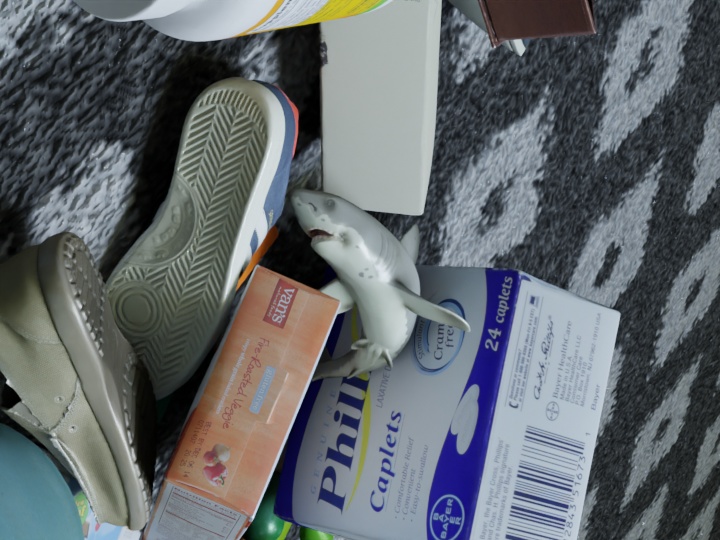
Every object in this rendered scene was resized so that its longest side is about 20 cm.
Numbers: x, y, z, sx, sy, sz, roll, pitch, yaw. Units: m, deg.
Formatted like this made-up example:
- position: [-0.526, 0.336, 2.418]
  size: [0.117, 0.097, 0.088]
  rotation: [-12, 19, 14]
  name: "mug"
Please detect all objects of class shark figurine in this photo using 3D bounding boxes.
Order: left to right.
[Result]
- position: [0.010, 0.014, 1.116]
  size: [0.215, 0.127, 0.090]
  rotation: [105, 6, -57]
  name: "shark figurine"

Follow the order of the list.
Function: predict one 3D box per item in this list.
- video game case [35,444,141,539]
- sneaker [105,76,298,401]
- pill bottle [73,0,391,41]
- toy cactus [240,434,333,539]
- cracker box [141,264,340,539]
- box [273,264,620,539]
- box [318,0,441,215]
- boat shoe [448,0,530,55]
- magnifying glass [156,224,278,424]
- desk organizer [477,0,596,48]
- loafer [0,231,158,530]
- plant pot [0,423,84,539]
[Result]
- position: [-0.195, 0.194, 0.985]
  size: [0.184, 0.022, 0.200]
  rotation: [-71, 157, -11]
  name: "video game case"
- position: [-0.086, -0.016, 1.009]
  size: [0.201, 0.075, 0.084]
  rotation: [-62, 170, 16]
  name: "sneaker"
- position: [-0.057, -0.171, 0.849]
  size: [0.199, 0.111, 0.112]
  rotation: [-21, 134, -55]
  name: "pill bottle"
- position: [-0.040, 0.156, 1.271]
  size: [0.199, 0.102, 0.166]
  rotation: [-36, 137, -26]
  name: "toy cactus"
- position: [-0.075, 0.094, 1.042]
  size: [0.200, 0.057, 0.135]
  rotation: [122, -8, -68]
  name: "cracker box"
- position: [0.054, 0.098, 1.169]
  size: [0.104, 0.199, 0.186]
  rotation: [20, 78, -38]
  name: "box"
- position: [0.012, -0.133, 1.046]
  size: [0.083, 0.068, 0.201]
  rotation: [-80, 174, -45]
  name: "box"
- position: [0.073, -0.206, 1.117]
  size: [0.062, 0.075, 0.200]
  rotation: [-53, 143, -5]
  name: "boat shoe"
- position: [-0.117, 0.046, 1.075]
  size: [0.200, 0.022, 0.080]
  rotation: [-52, 154, -17]
  name: "magnifying glass"
- position: [0.095, -0.237, 1.016]
  size: [0.072, 0.077, 0.202]
  rotation: [-39, 119, -39]
  name: "desk organizer"
- position: [-0.156, 0.063, 0.941]
  size: [0.076, 0.068, 0.201]
  rotation: [-89, 170, -50]
  name: "loafer"
- position: [-0.221, 0.144, 0.787]
  size: [0.202, 0.199, 0.188]
  rotation: [-66, 168, 11]
  name: "plant pot"
